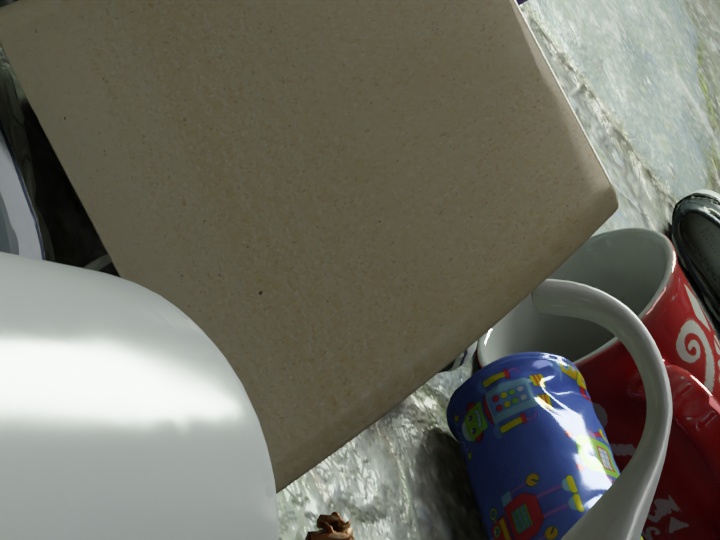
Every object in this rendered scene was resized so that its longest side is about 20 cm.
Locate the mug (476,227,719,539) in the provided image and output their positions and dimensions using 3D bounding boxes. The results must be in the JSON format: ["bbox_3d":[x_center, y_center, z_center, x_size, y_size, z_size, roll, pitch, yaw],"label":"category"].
[{"bbox_3d":[0.176,0.103,1.080,0.200,0.133,0.178,55,21,-24],"label":"mug"}]

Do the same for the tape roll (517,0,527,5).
[{"bbox_3d":[0.042,-0.259,1.256,0.200,0.085,0.200,43,30,-34],"label":"tape roll"}]

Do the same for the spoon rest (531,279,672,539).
[{"bbox_3d":[0.104,0.103,0.762,0.099,0.060,0.201,47,41,-75],"label":"spoon rest"}]

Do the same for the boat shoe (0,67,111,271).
[{"bbox_3d":[-0.136,-0.007,0.663,0.086,0.075,0.202,35,25,-50],"label":"boat shoe"}]

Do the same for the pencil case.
[{"bbox_3d":[0.111,0.137,0.934,0.087,0.078,0.200,16,38,-35],"label":"pencil case"}]

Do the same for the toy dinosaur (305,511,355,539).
[{"bbox_3d":[-0.027,0.169,0.587,0.102,0.135,0.201,-2,107,-79],"label":"toy dinosaur"}]

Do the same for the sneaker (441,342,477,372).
[{"bbox_3d":[0.000,0.000,0.916,0.078,0.079,0.200,37,-19,37],"label":"sneaker"}]

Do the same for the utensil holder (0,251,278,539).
[{"bbox_3d":[-0.137,0.070,0.458,0.200,0.170,0.170,11,54,-63],"label":"utensil holder"}]

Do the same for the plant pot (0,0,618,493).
[{"bbox_3d":[-0.010,-0.042,0.726,0.200,0.177,0.200,61,-1,2],"label":"plant pot"}]

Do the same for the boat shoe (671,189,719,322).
[{"bbox_3d":[0.332,0.022,1.542,0.200,0.076,0.060,49,24,2],"label":"boat shoe"}]
